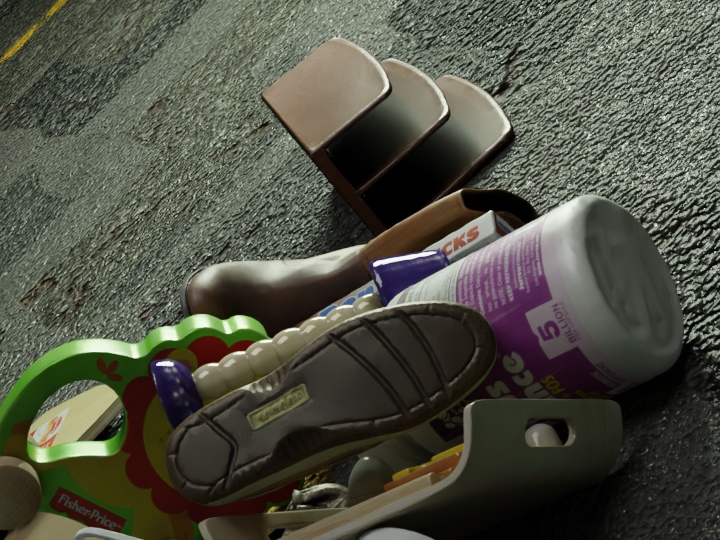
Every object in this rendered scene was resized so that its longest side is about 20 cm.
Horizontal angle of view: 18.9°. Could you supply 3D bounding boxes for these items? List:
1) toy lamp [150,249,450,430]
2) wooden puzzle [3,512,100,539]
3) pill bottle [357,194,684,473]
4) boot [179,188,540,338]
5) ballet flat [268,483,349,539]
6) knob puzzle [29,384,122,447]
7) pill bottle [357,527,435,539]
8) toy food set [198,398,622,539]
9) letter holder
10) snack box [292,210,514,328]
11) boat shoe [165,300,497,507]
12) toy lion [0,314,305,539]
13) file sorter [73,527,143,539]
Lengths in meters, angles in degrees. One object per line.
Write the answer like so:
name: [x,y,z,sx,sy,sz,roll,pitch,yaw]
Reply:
toy lamp: [-0.032,0.041,1.354,0.198,0.059,0.058,-22,23,0]
wooden puzzle: [-0.223,0.223,1.568,0.199,0.037,0.186,-33,23,37]
pill bottle: [0.080,0.045,1.264,0.199,0.112,0.113,-29,25,31]
boot: [0.000,0.000,1.450,0.199,0.187,0.069,-25,66,36]
ballet flat: [-0.079,0.204,1.333,0.200,0.046,0.067,-43,21,0]
knob puzzle: [-0.258,0.158,1.734,0.219,0.031,0.220,-35,12,9]
pill bottle: [-0.008,0.231,1.078,0.112,0.112,0.201,-17,34,47]
toy food set: [0.028,0.113,1.187,0.199,0.143,0.061,-28,70,34]
letter holder: [0.022,-0.124,1.692,0.142,0.101,0.200,-40,22,1]
snack box: [0.031,0.032,1.423,0.199,0.072,0.024,-31,41,28]
boat shoe: [-0.011,0.076,1.220,0.198,0.076,0.072,-22,68,11]
toy lion: [-0.131,0.108,1.412,0.193,0.199,0.069,-59,18,11]
file sorter: [-0.134,0.256,1.148,0.123,0.140,0.201,13,50,22]
